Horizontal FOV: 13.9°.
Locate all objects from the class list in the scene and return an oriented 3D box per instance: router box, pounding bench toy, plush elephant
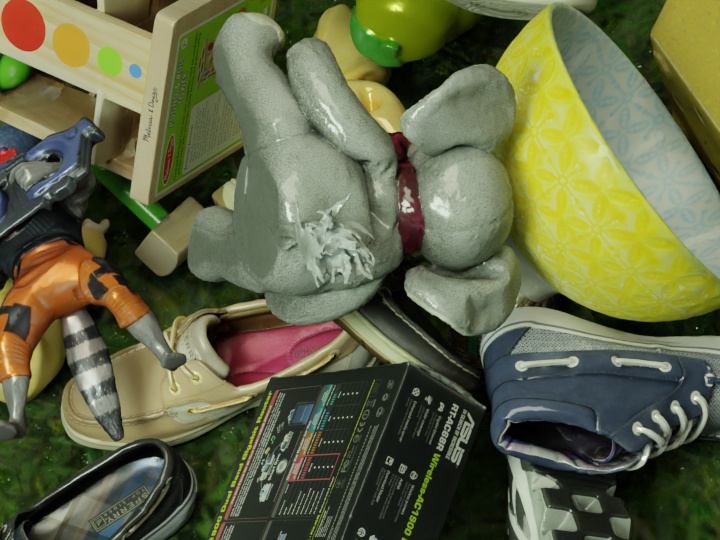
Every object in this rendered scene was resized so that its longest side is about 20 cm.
[{"bbox_3d":[-0.024,0.154,1.660,0.150,0.062,0.200,-8,55,56],"label":"router box"},{"bbox_3d":[-0.158,-0.110,1.810,0.156,0.200,0.124,23,33,21],"label":"pounding bench toy"},{"bbox_3d":[0.012,-0.044,1.620,0.155,0.165,0.200,-3,22,-25],"label":"plush elephant"}]

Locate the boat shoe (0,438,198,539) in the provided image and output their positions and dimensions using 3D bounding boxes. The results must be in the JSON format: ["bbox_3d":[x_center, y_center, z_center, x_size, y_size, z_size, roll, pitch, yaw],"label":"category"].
[{"bbox_3d":[-0.184,0.165,1.733,0.200,0.066,0.070,-32,61,-8],"label":"boat shoe"}]

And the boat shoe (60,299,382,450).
[{"bbox_3d":[-0.088,0.052,1.777,0.200,0.069,0.074,-16,60,0],"label":"boat shoe"}]

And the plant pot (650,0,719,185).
[{"bbox_3d":[0.287,-0.124,1.749,0.200,0.194,0.196,-30,61,-1],"label":"plant pot"}]

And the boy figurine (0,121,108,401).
[{"bbox_3d":[-0.213,-0.011,1.830,0.124,0.064,0.200,-4,63,-23],"label":"boy figurine"}]

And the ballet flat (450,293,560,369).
[{"bbox_3d":[0.111,-0.032,1.792,0.070,0.065,0.200,15,65,20],"label":"ballet flat"}]

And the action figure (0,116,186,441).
[{"bbox_3d":[-0.208,0.014,1.739,0.200,0.105,0.194,-29,59,10],"label":"action figure"}]

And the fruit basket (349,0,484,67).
[{"bbox_3d":[0.059,-0.216,1.863,0.215,0.156,0.216,-2,85,17],"label":"fruit basket"}]

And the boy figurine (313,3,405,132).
[{"bbox_3d":[-0.019,-0.071,1.836,0.124,0.064,0.200,-14,56,22],"label":"boy figurine"}]

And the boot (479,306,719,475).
[{"bbox_3d":[0.165,0.084,1.683,0.200,0.073,0.090,9,40,-8],"label":"boot"}]

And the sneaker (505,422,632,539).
[{"bbox_3d":[0.111,0.145,1.695,0.074,0.089,0.200,12,36,-12],"label":"sneaker"}]

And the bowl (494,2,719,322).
[{"bbox_3d":[0.125,-0.042,1.697,0.108,0.200,0.200,-35,59,17],"label":"bowl"}]

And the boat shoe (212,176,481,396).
[{"bbox_3d":[0.000,0.000,1.715,0.200,0.073,0.065,41,90,17],"label":"boat shoe"}]

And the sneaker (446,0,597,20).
[{"bbox_3d":[0.049,-0.205,1.753,0.200,0.075,0.085,15,86,10],"label":"sneaker"}]
